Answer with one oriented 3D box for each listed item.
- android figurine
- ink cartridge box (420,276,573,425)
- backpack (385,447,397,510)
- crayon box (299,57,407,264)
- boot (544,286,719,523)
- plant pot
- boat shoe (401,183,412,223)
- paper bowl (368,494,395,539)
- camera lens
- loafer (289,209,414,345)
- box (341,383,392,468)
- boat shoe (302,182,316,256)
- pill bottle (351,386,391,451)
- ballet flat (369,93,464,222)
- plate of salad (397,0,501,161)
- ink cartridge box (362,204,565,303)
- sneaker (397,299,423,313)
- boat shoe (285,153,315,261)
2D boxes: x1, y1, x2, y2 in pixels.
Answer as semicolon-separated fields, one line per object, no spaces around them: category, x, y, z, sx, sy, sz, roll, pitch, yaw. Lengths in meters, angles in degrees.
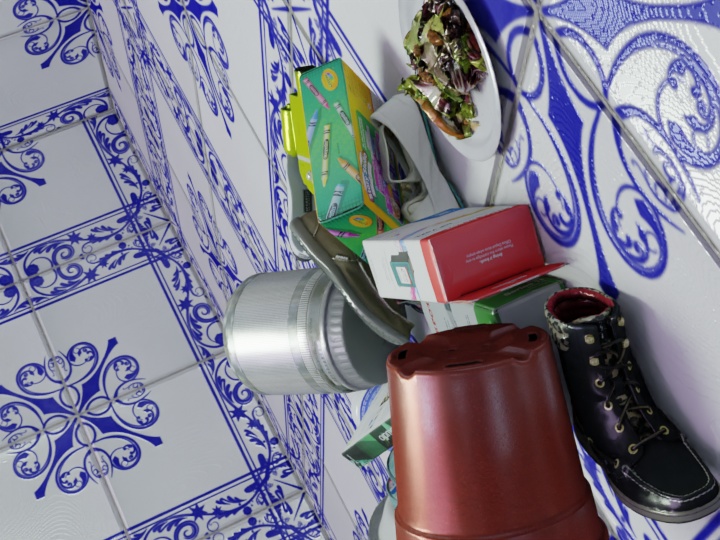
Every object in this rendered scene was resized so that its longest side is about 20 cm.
android figurine;-0.047;-0.169;1.567;0.182;0.041;0.200;28;130;50
ink cartridge box;0.149;0.076;1.221;0.200;0.083;0.147;21;133;69
backpack;0.120;0.246;1.376;0.151;0.177;0.200;53;172;-13
crayon box;-0.006;-0.122;1.314;0.119;0.058;0.200;39;-144;-53
boot;0.225;0.112;1.006;0.204;0.073;0.154;-132;20;-64
plant pot;0.110;0.159;1.058;0.201;0.201;0.196;-160;59;-71
boat shoe;0.037;-0.073;1.469;0.073;0.063;0.200;43;173;-13
paper bowl;0.109;0.328;1.516;0.201;0.200;0.104;42;152;59
camera lens;-0.061;0.077;1.486;0.200;0.160;0.160;-5;112;35
loafer;0.000;0.000;1.350;0.200;0.070;0.075;50;177;14
box;0.062;0.148;1.422;0.036;0.144;0.200;37;143;-5
boat shoe;-0.025;-0.108;1.426;0.074;0.065;0.200;159;122;-72
pill bottle;0.062;0.199;1.626;0.200;0.112;0.112;2;114;66
ballet flat;0.064;-0.096;1.301;0.200;0.069;0.069;67;166;-3
plate of salad;0.076;-0.196;1.139;0.200;0.048;0.200;60;164;29
ink cartridge box;0.099;-0.017;1.167;0.200;0.116;0.067;2;111;66
sneaker;0.067;0.016;1.426;0.070;0.082;0.200;60;165;13
boat shoe;-0.074;-0.107;1.667;0.066;0.070;0.200;125;144;-71
